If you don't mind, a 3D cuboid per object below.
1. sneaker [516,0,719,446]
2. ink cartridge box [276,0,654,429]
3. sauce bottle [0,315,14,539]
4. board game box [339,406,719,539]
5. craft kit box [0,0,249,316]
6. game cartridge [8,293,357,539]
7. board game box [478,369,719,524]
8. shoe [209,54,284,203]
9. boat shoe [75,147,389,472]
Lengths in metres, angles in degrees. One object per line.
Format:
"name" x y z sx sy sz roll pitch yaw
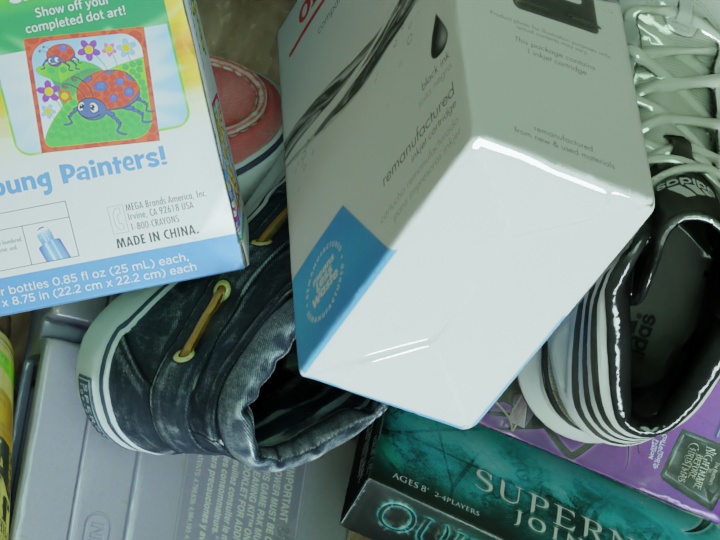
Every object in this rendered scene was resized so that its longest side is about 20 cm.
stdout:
"sneaker" 0.106 -0.040 0.938 0.075 0.115 0.202 9 89 -14
"ink cartridge box" 0.027 -0.065 0.955 0.066 0.116 0.201 18 42 -22
"sauce bottle" -0.148 0.095 0.986 0.064 0.065 0.201 2 55 -10
"board game box" 0.094 0.081 1.047 0.199 0.136 0.028 25 124 -9
"craft kit box" -0.151 -0.077 0.941 0.199 0.049 0.199 -10 117 3
"game cartridge" -0.069 0.114 1.037 0.129 0.038 0.201 16 75 -27
"board game box" 0.107 -0.028 1.012 0.119 0.032 0.201 22 87 -17
"shoe" -0.119 -0.065 1.020 0.199 0.091 0.072 -3 51 -7
"boat shoe" 0.000 0.000 1.015 0.200 0.091 0.071 -44 125 -29
